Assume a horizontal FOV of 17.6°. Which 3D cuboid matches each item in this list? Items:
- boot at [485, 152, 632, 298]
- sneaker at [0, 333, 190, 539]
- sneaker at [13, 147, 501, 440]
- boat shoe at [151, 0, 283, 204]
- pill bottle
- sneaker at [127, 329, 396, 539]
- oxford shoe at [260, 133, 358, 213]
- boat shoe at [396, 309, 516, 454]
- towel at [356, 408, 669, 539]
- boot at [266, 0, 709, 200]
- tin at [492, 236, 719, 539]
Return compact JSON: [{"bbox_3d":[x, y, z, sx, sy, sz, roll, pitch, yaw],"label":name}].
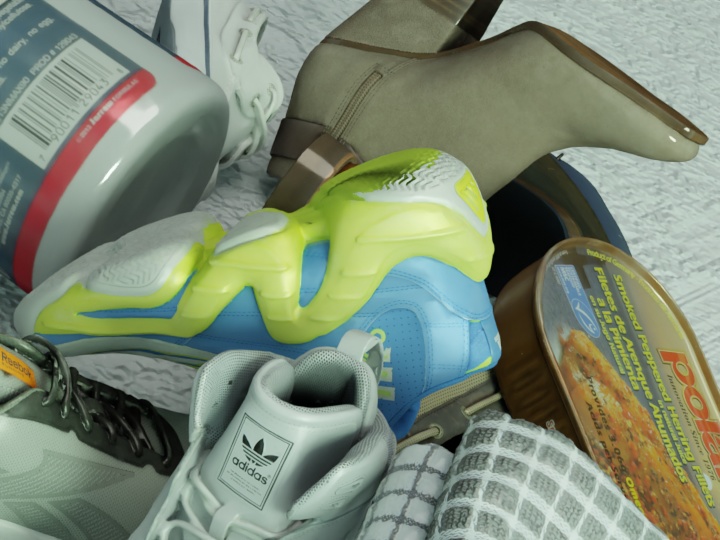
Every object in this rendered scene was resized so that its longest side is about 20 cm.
[{"bbox_3d":[0.058,-0.044,1.185,0.097,0.075,0.200,18,26,-52],"label":"boot"},{"bbox_3d":[-0.115,0.064,0.858,0.200,0.079,0.074,8,34,-31],"label":"sneaker"},{"bbox_3d":[-0.036,0.027,0.879,0.076,0.200,0.105,-42,113,-59],"label":"sneaker"},{"bbox_3d":[-0.069,-0.087,1.126,0.065,0.074,0.200,15,33,-11],"label":"boat shoe"},{"bbox_3d":[-0.167,-0.082,0.996,0.200,0.120,0.120,35,31,13],"label":"pill bottle"},{"bbox_3d":[-0.059,0.097,0.788,0.075,0.115,0.200,35,47,20],"label":"sneaker"},{"bbox_3d":[0.000,0.000,0.995,0.071,0.071,0.200,36,-3,7],"label":"oxford shoe"},{"bbox_3d":[0.032,0.066,0.993,0.200,0.074,0.073,-6,68,-48],"label":"boat shoe"},{"bbox_3d":[0.073,0.165,0.755,0.200,0.085,0.166,45,40,-21],"label":"towel"},{"bbox_3d":[0.050,-0.056,1.099,0.200,0.146,0.070,40,8,35],"label":"boot"},{"bbox_3d":[0.120,0.082,0.987,0.112,0.042,0.200,-2,64,-44],"label":"tin"}]
